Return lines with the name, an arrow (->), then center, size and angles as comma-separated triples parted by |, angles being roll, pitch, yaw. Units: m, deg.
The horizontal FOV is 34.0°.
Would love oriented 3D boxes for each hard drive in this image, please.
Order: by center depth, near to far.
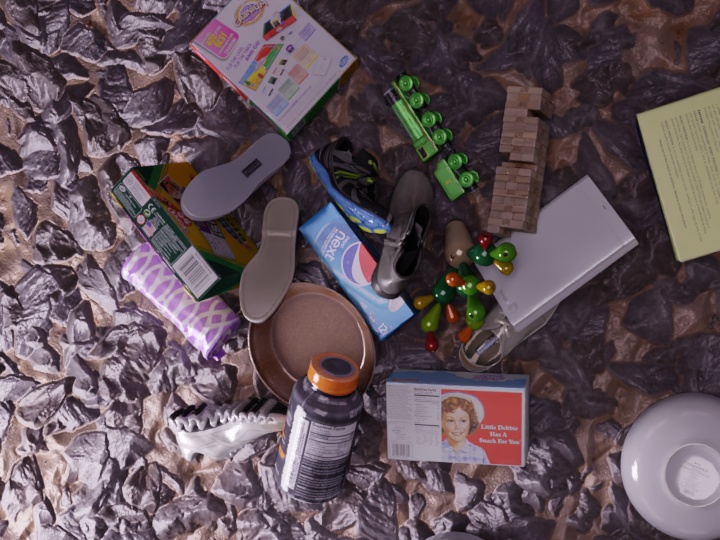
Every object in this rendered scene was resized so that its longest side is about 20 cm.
hard drive -> 0.264, -0.025, 1.612 | 0.199, 0.026, 0.133 | -37, 49, 10

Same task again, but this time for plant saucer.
plant saucer -> -0.066, 0.107, 1.699 | 0.197, 0.037, 0.204 | 7, 111, 19

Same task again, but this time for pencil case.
pencil case -> -0.268, 0.041, 1.742 | 0.200, 0.084, 0.086 | 44, 135, 10

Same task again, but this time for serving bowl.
serving bowl -> 0.452, 0.271, 1.595 | 0.196, 0.066, 0.204 | 1, 93, 13

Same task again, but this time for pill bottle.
pill bottle -> -0.054, 0.217, 1.655 | 0.105, 0.106, 0.203 | 20, 117, 11

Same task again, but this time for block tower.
block tower -> 0.221, -0.147, 1.621 | 0.057, 0.054, 0.204 | 8, 87, 29

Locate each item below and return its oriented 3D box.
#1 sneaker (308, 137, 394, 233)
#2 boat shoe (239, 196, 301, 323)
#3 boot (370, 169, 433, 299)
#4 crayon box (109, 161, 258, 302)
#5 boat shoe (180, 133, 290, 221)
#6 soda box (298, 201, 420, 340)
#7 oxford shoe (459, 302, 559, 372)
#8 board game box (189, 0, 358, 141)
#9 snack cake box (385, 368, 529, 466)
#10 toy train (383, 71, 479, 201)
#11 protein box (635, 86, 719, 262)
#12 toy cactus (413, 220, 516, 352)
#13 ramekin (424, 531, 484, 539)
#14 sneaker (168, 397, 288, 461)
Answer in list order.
sneaker -> -0.006, -0.125, 1.645 | 0.082, 0.071, 0.200 | -38, 45, 3
boat shoe -> -0.122, -0.006, 1.671 | 0.071, 0.063, 0.203 | 7, 59, 8
boot -> 0.075, -0.063, 1.608 | 0.067, 0.131, 0.203 | 19, 68, -9
crayon box -> -0.240, -0.060, 1.682 | 0.058, 0.172, 0.201 | -41, 84, 20
boat shoe -> -0.178, -0.124, 1.672 | 0.199, 0.057, 0.069 | -38, 89, -33
soda box -> 0.000, 0.000, 1.685 | 0.064, 0.068, 0.201 | -38, 84, 10
oxford shoe -> 0.213, 0.067, 1.646 | 0.075, 0.058, 0.200 | 45, 99, 9
board game box -> -0.124, -0.311, 1.700 | 0.200, 0.040, 0.153 | 44, 86, 8
snack cake box -> 0.137, 0.205, 1.653 | 0.196, 0.067, 0.117 | 2, 102, 13
toy train -> 0.099, -0.189, 1.673 | 0.056, 0.042, 0.202 | -34, 84, 22
protein box -> 0.483, -0.135, 1.538 | 0.197, 0.135, 0.202 | -17, 87, 13
toy cactus -> 0.134, 0.004, 1.623 | 0.101, 0.167, 0.201 | 11, 136, -21
ramekin -> 0.131, 0.467, 1.657 | 0.197, 0.098, 0.204 | 0, 92, 13
sneaker -> -0.186, 0.236, 1.738 | 0.197, 0.075, 0.083 | -8, 99, 22
